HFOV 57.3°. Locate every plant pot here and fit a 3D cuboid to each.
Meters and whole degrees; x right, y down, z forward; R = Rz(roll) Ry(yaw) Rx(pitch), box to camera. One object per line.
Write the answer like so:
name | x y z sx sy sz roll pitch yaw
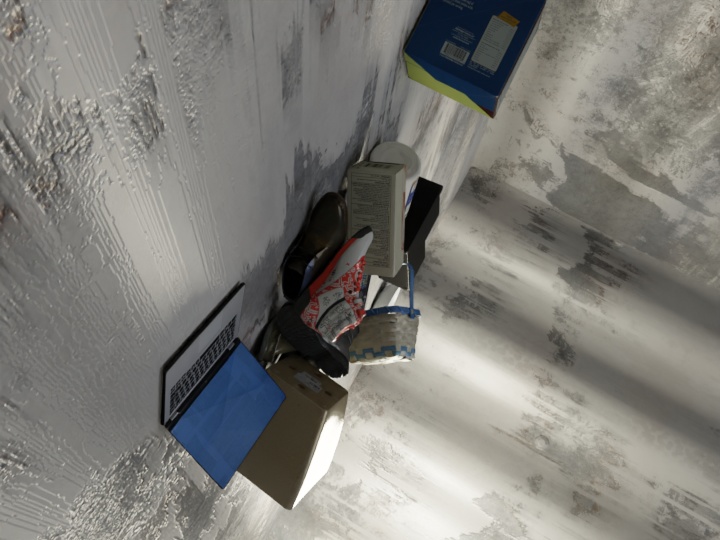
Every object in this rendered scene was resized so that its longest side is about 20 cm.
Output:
plant pot | -0.132 0.275 1.221 0.179 0.198 0.200 -60 167 12

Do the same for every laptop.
laptop | -0.184 0.164 0.945 0.188 0.114 0.202 -55 168 -45

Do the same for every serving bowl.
serving bowl | 0.088 0.139 2.634 0.203 0.065 0.201 -61 172 -15

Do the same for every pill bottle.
pill bottle | 0.058 -0.167 1.409 0.112 0.109 0.202 -56 169 -34

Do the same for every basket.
basket | 0.037 0.093 1.386 0.138 0.173 0.205 9 74 -55

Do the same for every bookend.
bookend | 0.120 -0.091 1.616 0.202 0.091 0.200 -60 162 -22

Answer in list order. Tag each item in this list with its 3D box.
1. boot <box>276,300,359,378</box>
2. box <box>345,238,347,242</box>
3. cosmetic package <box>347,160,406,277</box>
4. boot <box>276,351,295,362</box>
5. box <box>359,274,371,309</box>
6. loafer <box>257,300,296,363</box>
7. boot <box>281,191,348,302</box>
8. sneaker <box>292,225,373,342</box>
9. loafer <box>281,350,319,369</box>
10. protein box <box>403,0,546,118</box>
boot | -0.080 0.099 1.255 0.201 0.069 0.133 54 31 -32
box | -0.056 -0.030 1.349 0.163 0.048 0.200 -64 171 19
cosmetic package | 0.032 -0.101 1.273 0.087 0.101 0.205 -46 141 -63
boot | -0.077 0.175 1.455 0.202 0.163 0.066 -61 -175 -21
box | 0.000 0.000 1.529 0.111 0.034 0.204 -101 -161 -59
loafer | -0.131 0.118 1.265 0.200 0.069 0.076 -49 164 -58
boot | -0.078 -0.034 1.122 0.097 0.074 0.202 -57 171 -50
sneaker | -0.017 0.028 1.151 0.202 0.108 0.067 -49 174 -10
loafer | -0.131 0.207 1.339 0.199 0.071 0.068 -36 -173 25
protein box | 0.213 -0.437 1.242 0.203 0.196 0.135 -62 171 0
